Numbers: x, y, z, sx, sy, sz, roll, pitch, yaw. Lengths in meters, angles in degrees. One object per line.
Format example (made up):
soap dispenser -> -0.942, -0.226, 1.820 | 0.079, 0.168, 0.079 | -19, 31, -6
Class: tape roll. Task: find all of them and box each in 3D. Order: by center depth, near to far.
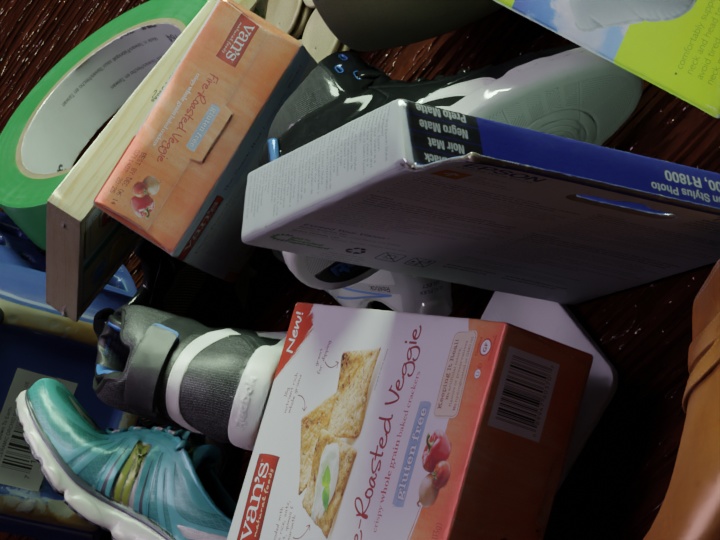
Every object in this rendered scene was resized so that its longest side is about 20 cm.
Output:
tape roll -> -0.160, -0.101, 1.596 | 0.199, 0.048, 0.201 | -29, 31, 20

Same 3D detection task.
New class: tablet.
tablet -> 0.059, 0.104, 1.223 | 0.201, 0.014, 0.130 | -63, 30, 19

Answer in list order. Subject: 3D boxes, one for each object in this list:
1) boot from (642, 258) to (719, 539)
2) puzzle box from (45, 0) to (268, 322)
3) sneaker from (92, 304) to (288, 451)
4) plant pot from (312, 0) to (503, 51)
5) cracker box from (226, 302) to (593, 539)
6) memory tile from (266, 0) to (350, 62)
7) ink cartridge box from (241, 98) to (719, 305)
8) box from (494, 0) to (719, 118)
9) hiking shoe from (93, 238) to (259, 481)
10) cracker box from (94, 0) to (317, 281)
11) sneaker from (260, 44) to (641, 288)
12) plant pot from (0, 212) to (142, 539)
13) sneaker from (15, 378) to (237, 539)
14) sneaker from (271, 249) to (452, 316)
boot -> 0.156, 0.076, 1.012 | 0.200, 0.073, 0.156 | -36, 45, 30
puzzle box -> -0.122, -0.074, 1.424 | 0.200, 0.025, 0.133 | -54, -9, -26
sneaker -> -0.088, 0.053, 1.321 | 0.200, 0.111, 0.074 | 38, -110, -83
plant pot -> 0.057, -0.221, 1.259 | 0.133, 0.200, 0.202 | -2, 69, 21
cracker box -> 0.018, 0.090, 1.147 | 0.200, 0.057, 0.135 | 2, 75, 60
memory tile -> -0.006, -0.201, 1.501 | 0.200, 0.017, 0.154 | -38, 44, 47
ink cartridge box -> 0.076, -0.032, 1.072 | 0.200, 0.198, 0.041 | -17, 66, 57
box -> 0.116, -0.169, 1.121 | 0.199, 0.048, 0.123 | 30, 104, 20
hiking shoe -> -0.128, 0.064, 1.483 | 0.076, 0.100, 0.202 | -22, 56, 56
cracker box -> -0.076, -0.071, 1.367 | 0.135, 0.057, 0.200 | -58, -7, -1
sneaker -> 0.035, -0.085, 1.204 | 0.199, 0.073, 0.112 | -28, 49, 4
plant pot -> -0.250, 0.073, 1.603 | 0.179, 0.199, 0.201 | 28, 98, 55
sneaker -> -0.120, 0.124, 1.407 | 0.199, 0.077, 0.080 | 37, 99, 18
sneaker -> 0.000, 0.000, 1.333 | 0.200, 0.074, 0.087 | -174, 68, -73
